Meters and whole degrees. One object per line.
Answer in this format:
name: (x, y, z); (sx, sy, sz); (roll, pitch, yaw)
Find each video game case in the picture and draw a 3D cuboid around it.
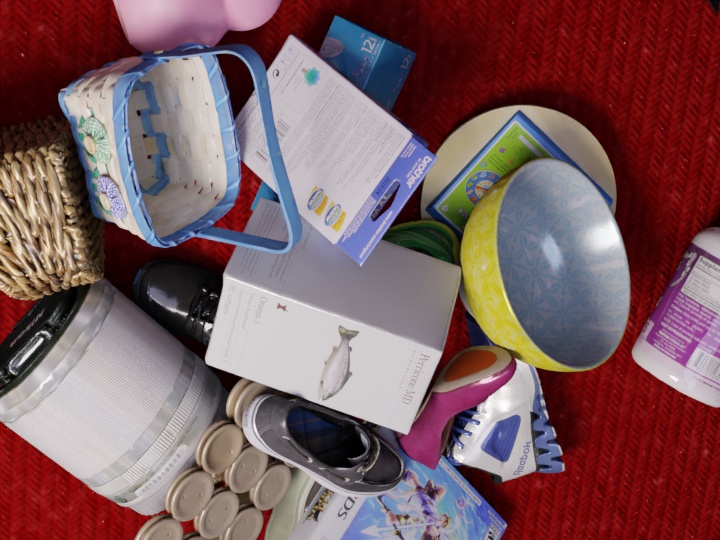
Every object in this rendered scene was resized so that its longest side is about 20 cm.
video game case: (0.042, 0.272, 1.190); (0.200, 0.045, 0.182); (47, 60, -19)

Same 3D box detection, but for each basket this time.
basket: (-0.313, -0.046, 1.033); (0.147, 0.200, 0.144); (-13, 108, -6)
basket: (-0.146, -0.102, 0.983); (0.198, 0.139, 0.178); (4, 119, 30)

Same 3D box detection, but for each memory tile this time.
memory tile: (-0.123, 0.205, 1.097); (0.201, 0.017, 0.153); (-56, 143, -11)

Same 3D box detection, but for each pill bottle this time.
pill bottle: (0.371, 0.027, 1.189); (0.111, 0.112, 0.201); (25, 100, -13)

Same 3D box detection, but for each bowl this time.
bowl: (0.156, 0.004, 1.106); (0.199, 0.107, 0.203); (14, 69, -40)

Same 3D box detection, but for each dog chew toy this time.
dog chew toy: (-0.124, -0.267, 1.045); (0.198, 0.125, 0.126); (-21, 107, -10)

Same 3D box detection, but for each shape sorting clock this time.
shape sorting clock: (0.158, -0.068, 1.172); (0.197, 0.039, 0.202); (-1, 108, -4)

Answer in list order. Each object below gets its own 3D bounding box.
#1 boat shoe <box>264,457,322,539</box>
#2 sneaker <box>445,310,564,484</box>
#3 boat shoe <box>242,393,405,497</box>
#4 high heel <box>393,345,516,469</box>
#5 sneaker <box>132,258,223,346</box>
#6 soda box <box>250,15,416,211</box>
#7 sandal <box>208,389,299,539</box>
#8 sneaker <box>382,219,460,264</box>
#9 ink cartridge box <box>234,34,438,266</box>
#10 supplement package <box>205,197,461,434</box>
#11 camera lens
boat shoe: (-0.052, 0.227, 1.212); (0.060, 0.071, 0.204); (8, 96, -37)
sneaker: (0.131, 0.144, 1.204); (0.114, 0.081, 0.201); (-23, 108, -3)
boat shoe: (-0.018, 0.163, 1.089); (0.199, 0.066, 0.071); (34, 63, -36)
high heel: (0.099, 0.134, 1.107); (0.096, 0.199, 0.067); (50, 56, -10)
sneaker: (-0.126, 0.045, 1.136); (0.199, 0.082, 0.074); (28, 77, -17)
soda box: (-0.026, -0.132, 1.105); (0.064, 0.068, 0.202); (30, 101, 27)
sandal: (-0.132, 0.184, 1.194); (0.069, 0.077, 0.213); (38, 120, 21)
sneaker: (0.000, 0.000, 1.140); (0.198, 0.084, 0.075); (-16, 110, 9)
ink cartridge box: (-0.025, -0.106, 1.035); (0.200, 0.042, 0.120); (43, 102, 30)
supplement package: (-0.024, 0.041, 1.051); (0.198, 0.118, 0.118); (19, 131, 0)
camera lens: (-0.238, 0.115, 1.100); (0.160, 0.160, 0.200); (-45, 112, 6)
